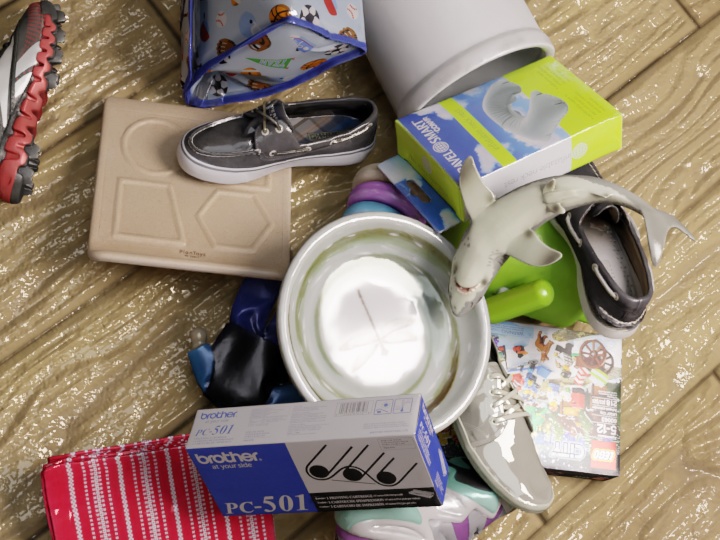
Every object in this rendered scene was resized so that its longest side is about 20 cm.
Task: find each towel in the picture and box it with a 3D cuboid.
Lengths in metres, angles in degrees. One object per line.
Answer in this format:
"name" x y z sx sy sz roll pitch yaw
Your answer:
"towel" -0.172 0.220 1.138 0.197 0.022 0.147 -8 94 -15

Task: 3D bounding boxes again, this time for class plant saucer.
"plant saucer" 0.016 0.052 1.134 0.197 0.050 0.203 6 75 -20

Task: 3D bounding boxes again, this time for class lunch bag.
"lunch bag" -0.103 -0.261 1.230 0.123 0.198 0.173 13 68 -43

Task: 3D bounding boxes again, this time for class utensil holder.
"utensil holder" 0.073 -0.258 1.280 0.168 0.170 0.202 -22 78 -18

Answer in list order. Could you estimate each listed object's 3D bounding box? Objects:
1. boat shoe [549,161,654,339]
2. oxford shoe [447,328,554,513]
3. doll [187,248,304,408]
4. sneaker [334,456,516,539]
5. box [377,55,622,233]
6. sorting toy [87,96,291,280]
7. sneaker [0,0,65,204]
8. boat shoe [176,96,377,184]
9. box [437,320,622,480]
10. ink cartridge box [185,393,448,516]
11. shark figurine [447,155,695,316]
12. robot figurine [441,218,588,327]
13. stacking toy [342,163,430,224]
"boat shoe" 0.214 -0.039 1.177 0.073 0.061 0.202 0 58 -15
"oxford shoe" 0.119 0.123 1.171 0.075 0.058 0.202 -3 59 -44
"doll" -0.091 0.077 1.205 0.135 0.049 0.202 26 70 -3
"sneaker" 0.055 0.248 1.169 0.197 0.078 0.142 0 109 -30
"box" 0.126 -0.120 1.196 0.198 0.048 0.122 -25 45 -17
"sorting toy" -0.156 -0.075 1.221 0.182 0.037 0.202 6 53 -11
"sneaker" -0.332 -0.166 1.208 0.096 0.071 0.203 14 73 -11
"boat shoe" -0.073 -0.130 1.219 0.197 0.067 0.071 -4 55 -19
"box" 0.153 0.122 1.254 0.197 0.038 0.139 8 72 -11
"ink cartridge box" -0.034 0.154 1.070 0.197 0.095 0.045 -6 42 18
"shark figurine" 0.169 -0.049 1.120 0.212 0.089 0.130 -15 87 19
"robot figurine" 0.160 -0.019 1.255 0.197 0.116 0.177 21 52 -7
"stacking toy" 0.000 0.000 1.209 0.084 0.086 0.202 26 59 -4
